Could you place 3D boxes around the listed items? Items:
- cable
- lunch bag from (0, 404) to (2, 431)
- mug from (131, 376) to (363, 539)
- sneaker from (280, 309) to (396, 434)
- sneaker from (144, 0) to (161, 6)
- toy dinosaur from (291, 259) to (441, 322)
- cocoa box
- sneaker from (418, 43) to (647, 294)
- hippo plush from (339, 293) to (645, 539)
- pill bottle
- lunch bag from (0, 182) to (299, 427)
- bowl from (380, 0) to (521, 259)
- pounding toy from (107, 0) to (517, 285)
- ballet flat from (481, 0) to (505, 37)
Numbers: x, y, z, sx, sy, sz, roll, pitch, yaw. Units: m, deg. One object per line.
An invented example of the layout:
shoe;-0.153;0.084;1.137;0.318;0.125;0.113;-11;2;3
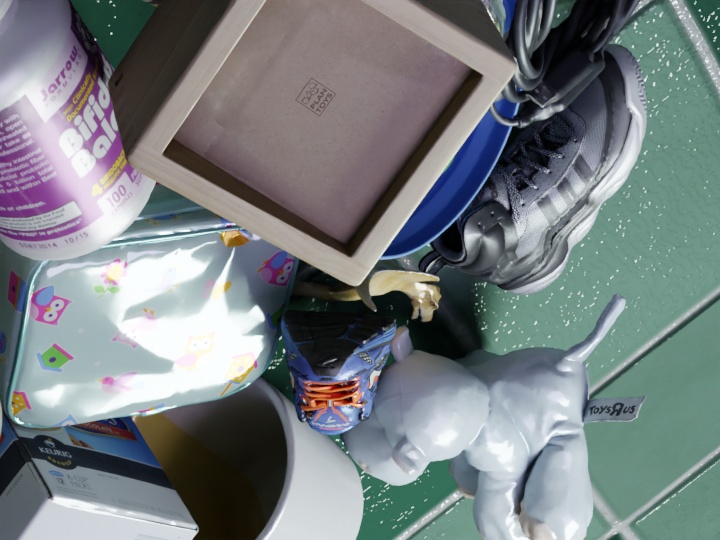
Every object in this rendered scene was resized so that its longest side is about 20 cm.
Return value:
cable;0.146;-0.189;1.531;0.200;0.051;0.164;-44;154;-26
lunch bag;-0.276;0.049;1.383;0.117;0.200;0.165;-24;137;-13
mug;-0.088;0.151;1.685;0.153;0.185;0.151;31;73;-56
sneaker;-0.013;0.067;1.574;0.075;0.079;0.200;2;177;4
sneaker;-0.109;-0.233;1.327;0.090;0.075;0.201;10;125;-31
toy dinosaur;0.000;0.000;1.597;0.200;0.100;0.059;14;83;-74
cocoa box;-0.230;0.186;1.594;0.133;0.131;0.201;18;116;-44
sneaker;0.111;-0.066;1.640;0.113;0.076;0.201;0;130;-38
hippo plush;0.078;0.120;1.695;0.160;0.161;0.200;-2;165;-34
pill bottle;-0.198;-0.104;1.362;0.112;0.112;0.200;-34;140;-3
lunch bag;-0.138;0.010;1.538;0.199;0.077;0.161;-9;131;-29
bowl;0.029;-0.106;1.526;0.200;0.039;0.202;-33;136;-38
pounding toy;-0.023;-0.096;1.355;0.199;0.142;0.185;28;110;-25
ballet flat;0.045;-0.181;1.412;0.072;0.069;0.200;-66;146;-26
